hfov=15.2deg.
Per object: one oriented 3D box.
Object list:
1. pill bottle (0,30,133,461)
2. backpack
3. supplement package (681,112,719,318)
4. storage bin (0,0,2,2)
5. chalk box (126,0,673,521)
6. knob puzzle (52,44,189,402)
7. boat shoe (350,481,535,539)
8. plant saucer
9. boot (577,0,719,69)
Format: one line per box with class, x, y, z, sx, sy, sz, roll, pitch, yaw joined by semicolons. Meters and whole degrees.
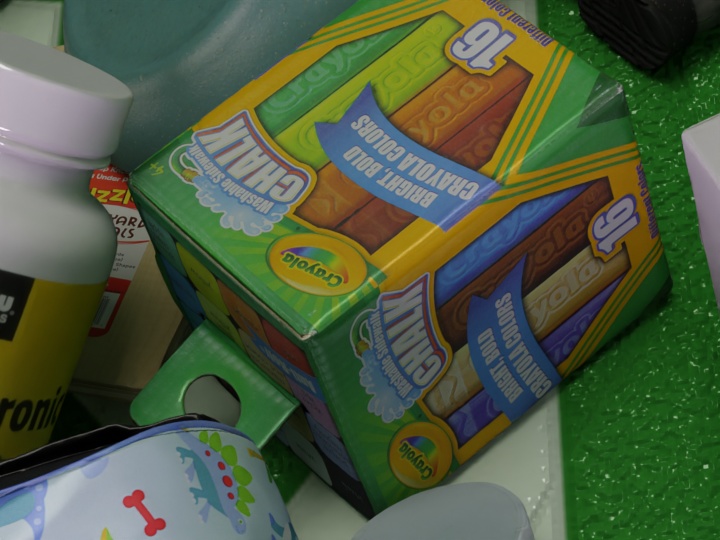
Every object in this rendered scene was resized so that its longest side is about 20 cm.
pill bottle;-0.157;0.012;1.016;0.111;0.111;0.201;28;102;34
backpack;-0.102;0.149;0.905;0.199;0.183;0.147;-25;71;-2
supplement package;0.215;0.025;0.944;0.119;0.121;0.200;-26;49;-5
storage bin;-0.189;-0.222;1.271;0.145;0.135;0.200;22;59;31
chalk box;0.000;0.000;1.031;0.200;0.124;0.125;-38;50;-16
knob puzzle;-0.141;-0.024;1.156;0.218;0.031;0.220;-3;44;3
boat shoe;0.037;0.152;0.934;0.071;0.091;0.200;-14;21;5
plant saucer;-0.064;-0.137;1.131;0.200;0.036;0.201;-27;47;34
boot;0.122;-0.179;1.192;0.131;0.070;0.200;-34;60;-16
